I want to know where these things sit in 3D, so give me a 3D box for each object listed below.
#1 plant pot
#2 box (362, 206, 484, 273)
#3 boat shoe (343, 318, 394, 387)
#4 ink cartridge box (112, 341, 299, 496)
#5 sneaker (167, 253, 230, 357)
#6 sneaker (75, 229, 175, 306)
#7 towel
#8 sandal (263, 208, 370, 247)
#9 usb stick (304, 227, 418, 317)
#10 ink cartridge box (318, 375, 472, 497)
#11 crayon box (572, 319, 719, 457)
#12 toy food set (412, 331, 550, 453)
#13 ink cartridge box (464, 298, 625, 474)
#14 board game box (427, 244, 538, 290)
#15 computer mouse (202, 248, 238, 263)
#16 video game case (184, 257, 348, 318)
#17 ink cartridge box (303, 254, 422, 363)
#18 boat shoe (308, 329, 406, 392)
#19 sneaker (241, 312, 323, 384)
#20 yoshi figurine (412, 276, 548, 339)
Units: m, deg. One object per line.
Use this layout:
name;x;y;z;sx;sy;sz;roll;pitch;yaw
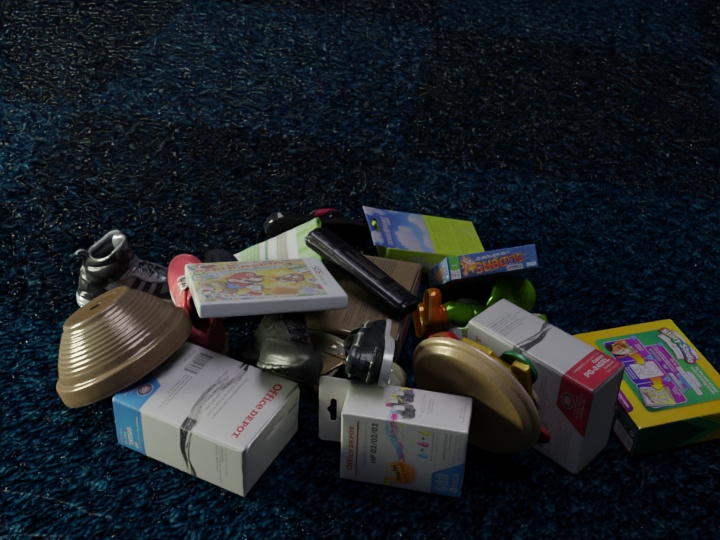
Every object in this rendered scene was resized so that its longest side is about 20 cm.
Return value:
plant pot;-0.332;0.087;1.371;0.199;0.093;0.201;-27;17;9
box;0.101;-0.046;1.686;0.197;0.048;0.123;7;33;-16
boat shoe;0.007;0.098;1.323;0.059;0.077;0.200;13;2;-3
ink cartridge box;-0.196;0.186;1.327;0.197;0.085;0.145;18;37;20
sneaker;-0.234;0.042;1.485;0.073;0.087;0.202;-17;55;-11
sneaker;-0.335;-0.002;1.558;0.197;0.115;0.076;-7;36;-14
towel;-0.149;-0.008;1.584;0.198;0.031;0.150;-24;35;9
sandal;-0.068;-0.078;1.680;0.198;0.075;0.046;9;50;-32
usb stick;0.000;0.000;1.495;0.199;0.033;0.055;38;27;25
ink cartridge box;0.036;0.208;1.288;0.197;0.117;0.068;8;35;8
crayon box;0.410;0.160;1.438;0.170;0.059;0.201;-7;36;-16
toy food set;0.151;0.158;1.302;0.196;0.202;0.049;23;53;32
ink cartridge box;0.235;0.149;1.360;0.199;0.147;0.083;31;44;34
board game box;0.181;-0.002;1.551;0.133;0.035;0.200;-9;-5;-4
computer mouse;-0.180;0.007;1.509;0.058;0.034;0.200;31;2;-37
video game case;-0.133;0.020;1.402;0.197;0.023;0.182;-3;18;-15
ink cartridge box;-0.006;0.059;1.533;0.162;0.076;0.201;10;35;10
boat shoe;-0.036;0.139;1.418;0.197;0.075;0.066;14;30;15
sneaker;-0.099;0.092;1.343;0.075;0.092;0.199;22;-3;-27
yoshi figurine;0.183;0.053;1.532;0.197;0.114;0.113;3;24;-13
